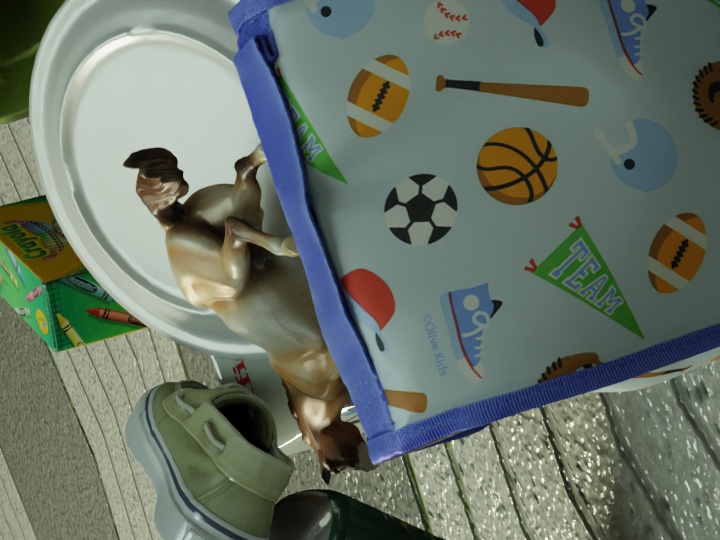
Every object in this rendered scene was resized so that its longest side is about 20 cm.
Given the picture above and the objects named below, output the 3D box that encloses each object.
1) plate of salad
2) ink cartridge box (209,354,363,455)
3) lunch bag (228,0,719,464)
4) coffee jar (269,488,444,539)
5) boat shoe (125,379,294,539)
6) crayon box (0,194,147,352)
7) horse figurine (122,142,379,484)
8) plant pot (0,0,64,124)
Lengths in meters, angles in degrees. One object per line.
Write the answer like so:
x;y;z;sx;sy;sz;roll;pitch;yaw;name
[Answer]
-0.073;-0.052;0.889;0.199;0.048;0.201;15;120;27;plate of salad
0.000;-0.006;0.928;0.200;0.082;0.147;-33;74;52;ink cartridge box
0.065;-0.037;0.658;0.124;0.199;0.171;-34;74;66;lunch bag
0.045;0.175;0.867;0.104;0.199;0.086;-18;49;67;coffee jar
-0.064;0.087;0.893;0.072;0.062;0.200;35;-175;-18;boat shoe
-0.213;-0.007;1.437;0.200;0.118;0.059;32;133;58;crayon box
-0.034;0.011;0.823;0.200;0.050;0.132;45;151;-19;horse figurine
-0.311;-0.248;1.464;0.200;0.199;0.191;109;153;-54;plant pot
